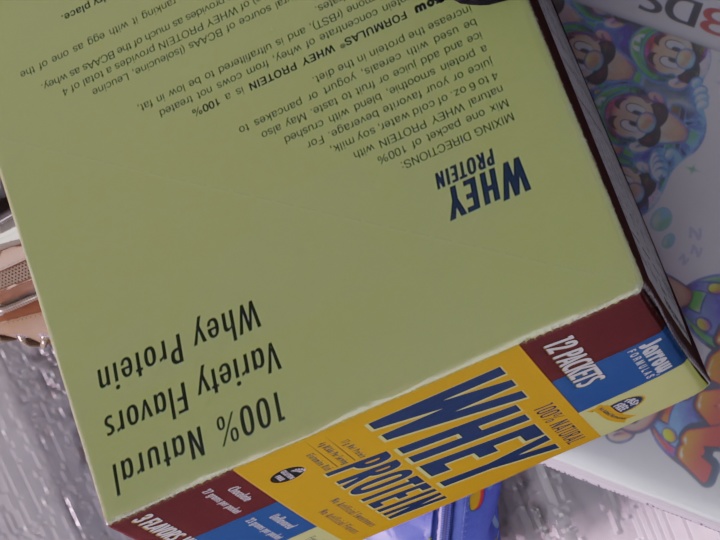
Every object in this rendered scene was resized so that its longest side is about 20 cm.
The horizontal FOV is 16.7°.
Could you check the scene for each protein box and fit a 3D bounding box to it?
[{"bbox_3d":[-0.009,-0.023,0.884,0.198,0.135,0.201,-24,67,10],"label":"protein box"}]

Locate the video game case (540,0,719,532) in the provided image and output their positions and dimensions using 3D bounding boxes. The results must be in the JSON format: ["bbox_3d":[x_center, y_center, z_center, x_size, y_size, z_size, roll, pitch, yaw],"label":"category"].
[{"bbox_3d":[0.116,-0.015,0.945,0.181,0.024,0.201,20,81,10],"label":"video game case"}]

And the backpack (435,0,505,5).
[{"bbox_3d":[0.048,-0.202,0.796,0.201,0.166,0.127,62,154,21],"label":"backpack"}]

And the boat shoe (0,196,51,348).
[{"bbox_3d":[-0.149,0.003,1.094,0.199,0.076,0.072,-28,103,24],"label":"boat shoe"}]

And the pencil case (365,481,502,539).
[{"bbox_3d":[0.030,0.086,1.041,0.078,0.087,0.201,-9,133,-15],"label":"pencil case"}]
